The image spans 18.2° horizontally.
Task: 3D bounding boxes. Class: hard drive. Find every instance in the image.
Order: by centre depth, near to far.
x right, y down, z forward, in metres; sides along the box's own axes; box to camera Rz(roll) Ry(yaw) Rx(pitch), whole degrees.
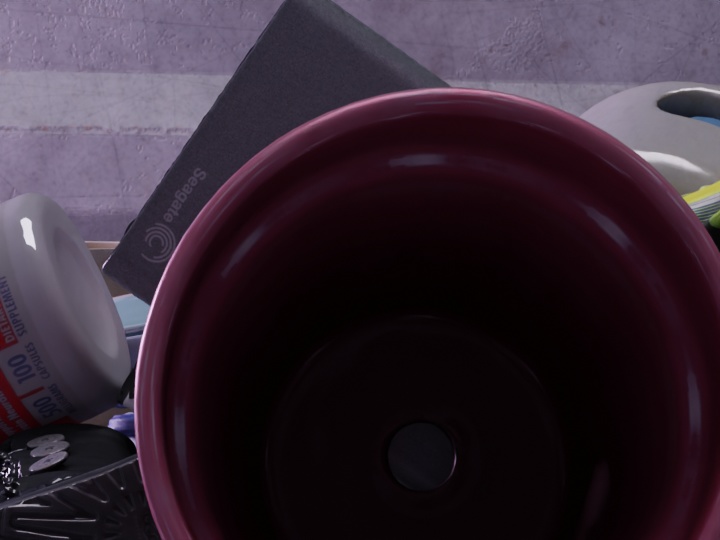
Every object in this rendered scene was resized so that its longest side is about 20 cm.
[{"bbox_3d":[0.016,-0.001,0.894,0.199,0.140,0.033,35,-1,-2],"label":"hard drive"}]

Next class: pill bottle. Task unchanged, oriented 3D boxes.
[{"bbox_3d":[-0.221,0.051,1.086,0.199,0.113,0.112,-24,-1,7],"label":"pill bottle"}]

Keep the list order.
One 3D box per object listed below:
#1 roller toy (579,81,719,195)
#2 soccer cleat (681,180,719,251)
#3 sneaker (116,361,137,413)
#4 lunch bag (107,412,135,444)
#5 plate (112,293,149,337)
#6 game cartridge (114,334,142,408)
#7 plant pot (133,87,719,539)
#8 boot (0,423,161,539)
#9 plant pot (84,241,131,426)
[{"bbox_3d":[0.164,0.003,1.185,0.181,0.201,0.140,-16,17,30],"label":"roller toy"},{"bbox_3d":[0.157,-0.019,1.015,0.199,0.065,0.084,-25,27,-19],"label":"soccer cleat"},{"bbox_3d":[-0.050,0.053,1.012,0.092,0.076,0.200,32,-5,-11],"label":"sneaker"},{"bbox_3d":[-0.032,0.094,1.146,0.159,0.076,0.199,-2,-1,34],"label":"lunch bag"},{"bbox_3d":[-0.089,0.025,1.238,0.199,0.026,0.200,-9,-4,-1],"label":"plate"},{"bbox_3d":[-0.037,0.042,1.178,0.198,0.041,0.133,-8,-1,-3],"label":"game cartridge"},{"bbox_3d":[0.024,0.058,0.778,0.198,0.202,0.179,0,-13,-2],"label":"plant pot"},{"bbox_3d":[-0.099,0.100,0.968,0.164,0.066,0.200,-8,1,-10],"label":"boot"},{"bbox_3d":[-0.202,0.049,1.501,0.199,0.136,0.200,1,2,0],"label":"plant pot"}]
